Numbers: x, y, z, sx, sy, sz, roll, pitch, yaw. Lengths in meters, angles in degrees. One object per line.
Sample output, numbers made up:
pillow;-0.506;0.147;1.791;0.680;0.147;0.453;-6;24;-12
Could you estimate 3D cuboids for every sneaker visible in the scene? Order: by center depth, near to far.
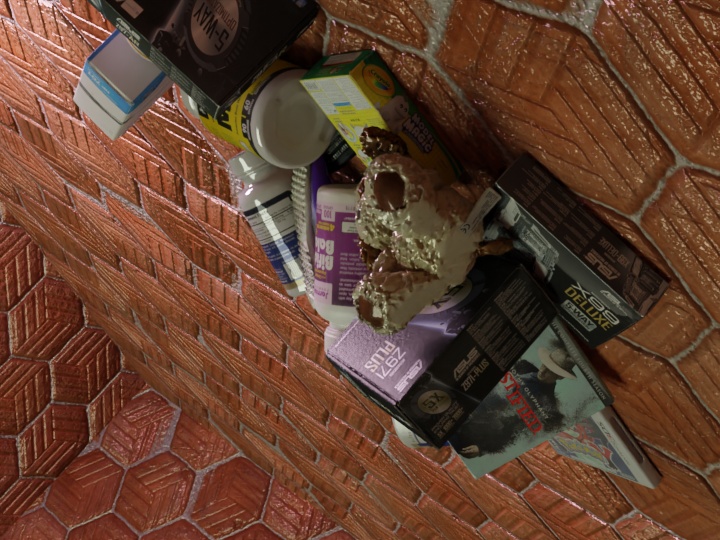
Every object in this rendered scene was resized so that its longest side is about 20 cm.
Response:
sneaker;-0.029;-0.058;1.730;0.070;0.099;0.201;-146;49;-72

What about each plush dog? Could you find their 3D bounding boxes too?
plush dog;0.052;-0.057;1.424;0.172;0.160;0.201;49;142;47

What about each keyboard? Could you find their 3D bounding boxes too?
keyboard;-0.017;-0.148;1.656;0.127;0.021;0.200;44;164;-4

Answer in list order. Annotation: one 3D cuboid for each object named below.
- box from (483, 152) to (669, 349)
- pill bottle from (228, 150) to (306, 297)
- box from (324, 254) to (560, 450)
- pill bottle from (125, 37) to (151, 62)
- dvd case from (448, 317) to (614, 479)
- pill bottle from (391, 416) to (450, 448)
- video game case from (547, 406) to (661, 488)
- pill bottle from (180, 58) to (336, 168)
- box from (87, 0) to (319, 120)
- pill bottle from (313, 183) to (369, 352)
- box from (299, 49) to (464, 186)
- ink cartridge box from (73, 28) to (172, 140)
box;0.207;-0.016;1.419;0.200;0.050;0.158;43;164;2
pill bottle;-0.092;-0.076;1.805;0.201;0.111;0.111;62;160;-8
box;0.085;0.068;1.474;0.086;0.200;0.164;48;171;-32
pill bottle;-0.214;-0.302;1.575;0.109;0.109;0.200;45;163;-7
dvd case;0.181;0.147;1.640;0.146;0.200;0.022;55;-164;-13
pill bottle;0.148;0.160;1.731;0.199;0.120;0.120;-6;138;24
video game case;0.285;0.202;1.817;0.182;0.023;0.200;52;161;-27
pill bottle;-0.124;-0.198;1.604;0.200;0.114;0.114;28;158;49
box;-0.169;-0.283;1.432;0.200;0.160;0.044;44;163;0
pill bottle;0.000;0.000;1.631;0.112;0.112;0.201;13;103;58
box;0.031;-0.149;1.503;0.200;0.048;0.117;53;160;-23
ink cartridge box;-0.285;-0.263;1.760;0.086;0.147;0.200;44;163;-8
